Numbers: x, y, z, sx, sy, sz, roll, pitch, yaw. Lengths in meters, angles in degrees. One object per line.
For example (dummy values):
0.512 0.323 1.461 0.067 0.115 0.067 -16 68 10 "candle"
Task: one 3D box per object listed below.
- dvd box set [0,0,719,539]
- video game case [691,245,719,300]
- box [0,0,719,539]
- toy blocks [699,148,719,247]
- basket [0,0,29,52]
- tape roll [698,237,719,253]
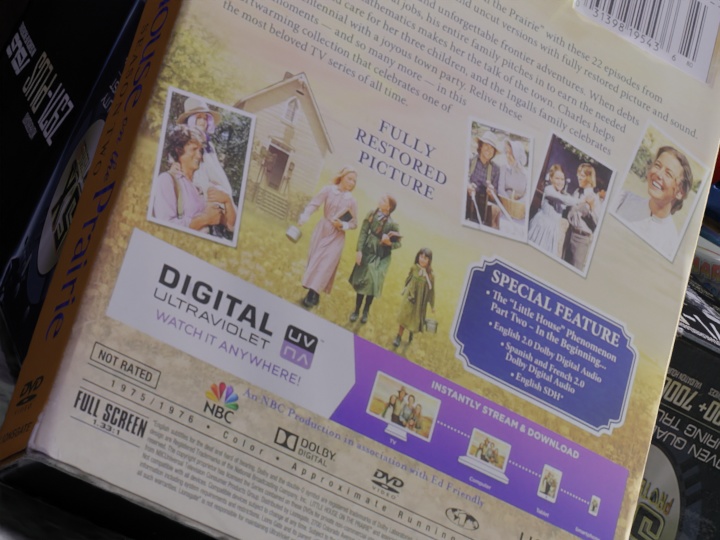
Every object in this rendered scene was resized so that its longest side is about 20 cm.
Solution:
0.012 -0.019 0.553 0.146 0.201 0.029 26 -24 -24 "dvd box set"
0.058 -0.016 0.881 0.182 0.023 0.200 21 -1 -17 "video game case"
0.000 0.000 0.667 0.200 0.086 0.164 26 12 -25 "box"
0.092 -0.058 0.793 0.137 0.100 0.200 33 0 27 "toy blocks"
-0.149 -0.142 0.735 0.200 0.180 0.136 35 40 -28 "basket"
0.161 -0.091 1.203 0.071 0.203 0.202 27 12 -26 "tape roll"
